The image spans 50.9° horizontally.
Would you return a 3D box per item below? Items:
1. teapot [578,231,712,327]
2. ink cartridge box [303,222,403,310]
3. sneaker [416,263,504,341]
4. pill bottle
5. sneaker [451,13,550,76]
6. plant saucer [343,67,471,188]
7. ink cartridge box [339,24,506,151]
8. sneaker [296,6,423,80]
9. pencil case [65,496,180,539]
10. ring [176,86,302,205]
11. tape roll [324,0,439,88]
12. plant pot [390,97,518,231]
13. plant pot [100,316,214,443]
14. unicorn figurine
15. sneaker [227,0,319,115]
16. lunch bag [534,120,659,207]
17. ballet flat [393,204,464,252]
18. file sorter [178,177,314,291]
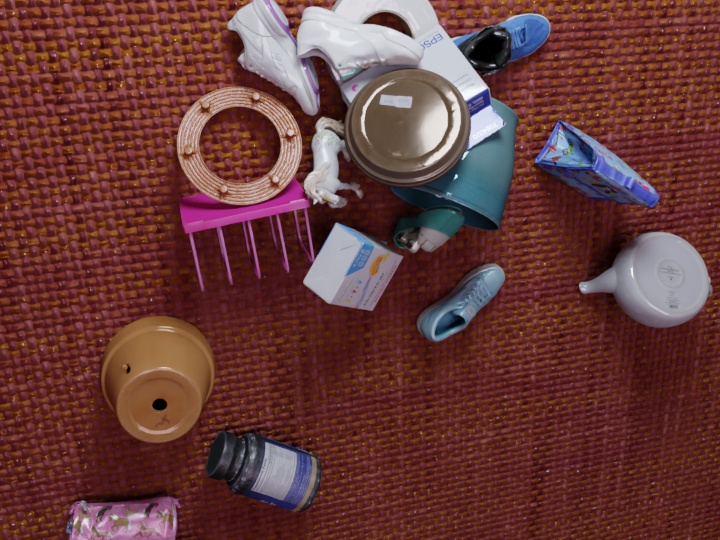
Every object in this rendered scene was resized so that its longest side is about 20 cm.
[{"bbox_3d":[0.575,0.029,1.494,0.197,0.146,0.200,-41,82,-20],"label":"teapot"},{"bbox_3d":[0.000,0.000,1.294,0.116,0.068,0.199,-60,154,9],"label":"ink cartridge box"},{"bbox_3d":[0.202,0.070,1.430,0.199,0.082,0.074,-40,115,0],"label":"sneaker"},{"bbox_3d":[-0.180,0.369,1.408,0.198,0.112,0.113,25,101,-22],"label":"pill bottle"},{"bbox_3d":[0.245,-0.379,1.269,0.197,0.111,0.078,-15,112,-11],"label":"sneaker"},{"bbox_3d":[0.070,-0.224,1.156,0.197,0.030,0.203,-2,73,8],"label":"plant saucer"},{"bbox_3d":[0.098,-0.263,1.199,0.195,0.043,0.201,-32,69,-3],"label":"ink cartridge box"},{"bbox_3d":[-0.003,-0.336,1.177,0.197,0.075,0.090,15,86,0],"label":"sneaker"},{"bbox_3d":[-0.432,0.463,1.385,0.197,0.083,0.087,2,136,-17],"label":"pencil case"},{"bbox_3d":[-0.190,-0.201,1.196,0.197,0.019,0.203,2,75,-9],"label":"ring"},{"bbox_3d":[0.035,-0.375,1.250,0.200,0.037,0.206,-5,109,-14],"label":"tape roll"},{"bbox_3d":[0.173,-0.192,1.279,0.198,0.200,0.190,22,88,-22],"label":"plant pot"},{"bbox_3d":[-0.341,0.196,1.285,0.197,0.140,0.203,-5,109,-15],"label":"plant pot"},{"bbox_3d":[-0.047,-0.159,1.233,0.073,0.202,0.137,-28,153,29],"label":"unicorn figurine"},{"bbox_3d":[-0.135,-0.331,1.209,0.099,0.075,0.201,-25,115,14],"label":"sneaker"},{"bbox_3d":[0.430,-0.178,1.344,0.149,0.200,0.095,27,100,-22],"label":"lunch bag"},{"bbox_3d":[0.113,-0.063,1.291,0.067,0.200,0.071,24,79,-19],"label":"ballet flat"},{"bbox_3d":[-0.184,-0.060,1.244,0.197,0.139,0.127,-13,115,-11],"label":"file sorter"}]
